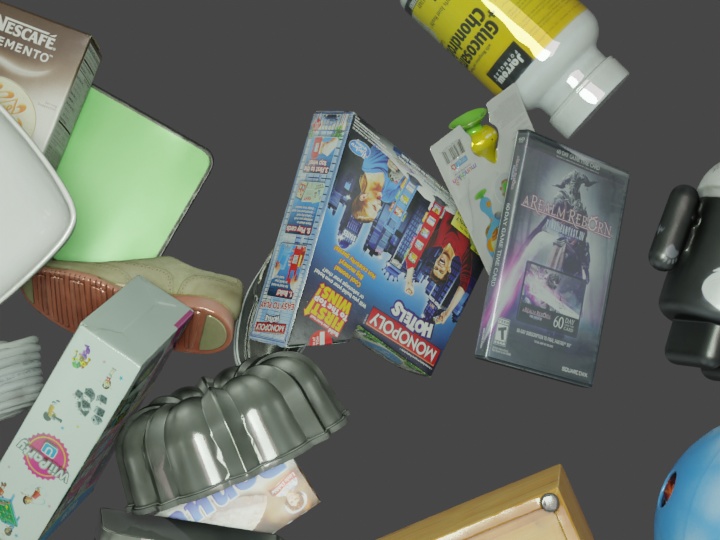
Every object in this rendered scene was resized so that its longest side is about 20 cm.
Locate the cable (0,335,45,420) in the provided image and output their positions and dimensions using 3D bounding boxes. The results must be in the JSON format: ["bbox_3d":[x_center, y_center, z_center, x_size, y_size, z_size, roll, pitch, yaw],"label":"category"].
[{"bbox_3d":[-0.358,0.110,1.313,0.200,0.200,0.069,-18,88,16],"label":"cable"}]

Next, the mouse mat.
[{"bbox_3d":[-0.253,-0.085,1.439,0.200,0.008,0.161,30,83,1],"label":"mouse mat"}]

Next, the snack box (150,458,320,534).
[{"bbox_3d":[-0.137,0.228,1.391,0.200,0.024,0.072,-33,86,-5],"label":"snack box"}]

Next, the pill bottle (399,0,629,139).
[{"bbox_3d":[0.140,-0.214,1.412,0.200,0.112,0.112,44,84,5],"label":"pill bottle"}]

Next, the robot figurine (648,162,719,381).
[{"bbox_3d":[0.334,-0.004,1.387,0.125,0.150,0.200,16,82,29],"label":"robot figurine"}]

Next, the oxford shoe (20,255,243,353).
[{"bbox_3d":[-0.200,0.021,1.401,0.200,0.071,0.074,13,41,6],"label":"oxford shoe"}]

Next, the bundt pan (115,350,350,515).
[{"bbox_3d":[-0.115,0.126,1.311,0.202,0.202,0.076,-24,94,-4],"label":"bundt pan"}]

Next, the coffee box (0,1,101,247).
[{"bbox_3d":[-0.320,-0.127,1.398,0.114,0.080,0.200,20,84,1],"label":"coffee box"}]

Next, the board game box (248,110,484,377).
[{"bbox_3d":[0.000,0.000,1.367,0.200,0.062,0.200,37,74,-33],"label":"board game box"}]

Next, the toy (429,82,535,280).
[{"bbox_3d":[0.126,-0.050,1.390,0.115,0.047,0.200,-39,117,-31],"label":"toy"}]

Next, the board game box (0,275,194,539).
[{"bbox_3d":[-0.227,0.117,1.308,0.064,0.148,0.200,33,109,2],"label":"board game box"}]

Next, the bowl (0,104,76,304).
[{"bbox_3d":[-0.350,-0.050,1.313,0.200,0.075,0.200,-40,87,-2],"label":"bowl"}]

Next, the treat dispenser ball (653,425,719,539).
[{"bbox_3d":[0.345,0.220,1.317,0.200,0.201,0.201,0,82,-1],"label":"treat dispenser ball"}]

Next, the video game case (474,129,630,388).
[{"bbox_3d":[0.170,-0.008,1.388,0.143,0.019,0.200,17,82,-41],"label":"video game case"}]

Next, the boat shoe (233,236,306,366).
[{"bbox_3d":[-0.057,0.005,1.401,0.070,0.066,0.200,28,83,3],"label":"boat shoe"}]

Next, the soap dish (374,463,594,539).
[{"bbox_3d":[0.115,0.276,1.363,0.200,0.081,0.158,-22,84,-3],"label":"soap dish"}]

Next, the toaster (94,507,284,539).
[{"bbox_3d":[-0.143,0.306,1.316,0.200,0.119,0.181,10,90,-6],"label":"toaster"}]
